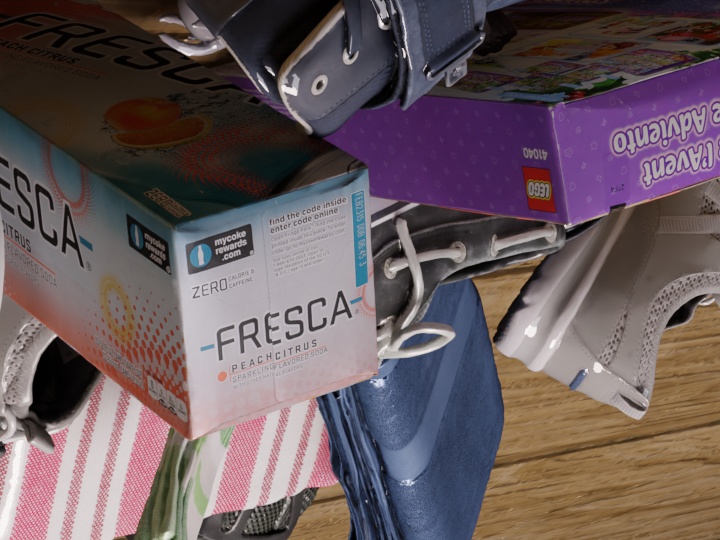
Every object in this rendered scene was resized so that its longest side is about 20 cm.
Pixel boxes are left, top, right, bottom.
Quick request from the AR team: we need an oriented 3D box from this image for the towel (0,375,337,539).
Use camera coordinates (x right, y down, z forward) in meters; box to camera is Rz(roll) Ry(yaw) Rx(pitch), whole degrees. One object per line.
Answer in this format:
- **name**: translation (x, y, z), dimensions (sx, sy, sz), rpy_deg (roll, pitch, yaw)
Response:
- **towel**: translation (-0.070, 0.040, 1.241), dimensions (0.199, 0.030, 0.147), rpy_deg (-10, 125, -41)

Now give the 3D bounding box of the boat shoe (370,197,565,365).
- **boat shoe**: translation (-0.002, 0.001, 1.037), dimensions (0.073, 0.068, 0.199), rpy_deg (-20, -177, 41)

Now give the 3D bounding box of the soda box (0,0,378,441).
- **soda box**: translation (-0.074, -0.026, 0.880), dimensions (0.063, 0.200, 0.069), rpy_deg (-19, 121, -28)

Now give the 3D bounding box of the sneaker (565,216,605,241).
- **sneaker**: translation (0.072, -0.044, 1.242), dimensions (0.078, 0.080, 0.200), rpy_deg (-29, 164, -1)

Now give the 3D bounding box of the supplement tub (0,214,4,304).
- **supplement tub**: translation (-0.209, -0.001, 0.819), dimensions (0.199, 0.145, 0.144), rpy_deg (-6, 152, -50)

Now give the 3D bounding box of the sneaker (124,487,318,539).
- **sneaker**: translation (-0.072, 0.067, 1.348), dimensions (0.114, 0.076, 0.200), rpy_deg (-53, 144, -13)

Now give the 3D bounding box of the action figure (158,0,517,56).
- **action figure**: translation (0.024, -0.103, 0.966), dimensions (0.199, 0.070, 0.130), rpy_deg (-21, -156, -25)

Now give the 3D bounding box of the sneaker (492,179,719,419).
- **sneaker**: translation (0.140, -0.017, 1.335), dimensions (0.200, 0.082, 0.075), rpy_deg (-51, 179, -23)

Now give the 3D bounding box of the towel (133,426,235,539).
- **towel**: translation (-0.042, 0.028, 1.127), dimensions (0.023, 0.201, 0.153), rpy_deg (18, 165, 2)

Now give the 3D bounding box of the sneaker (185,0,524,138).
- **sneaker**: translation (0.021, -0.115, 0.779), dimensions (0.146, 0.077, 0.203), rpy_deg (-28, 157, -22)

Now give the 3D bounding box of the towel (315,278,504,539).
- **towel**: translation (0.017, 0.039, 1.244), dimensions (0.048, 0.112, 0.200), rpy_deg (9, 147, 18)

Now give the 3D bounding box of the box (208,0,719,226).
- **box**: translation (0.056, -0.057, 0.969), dimensions (0.136, 0.039, 0.200), rpy_deg (-18, -164, -31)

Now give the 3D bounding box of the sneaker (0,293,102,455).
- **sneaker**: translation (-0.144, 0.038, 1.102), dimensions (0.200, 0.082, 0.075), rpy_deg (-40, 159, 29)
